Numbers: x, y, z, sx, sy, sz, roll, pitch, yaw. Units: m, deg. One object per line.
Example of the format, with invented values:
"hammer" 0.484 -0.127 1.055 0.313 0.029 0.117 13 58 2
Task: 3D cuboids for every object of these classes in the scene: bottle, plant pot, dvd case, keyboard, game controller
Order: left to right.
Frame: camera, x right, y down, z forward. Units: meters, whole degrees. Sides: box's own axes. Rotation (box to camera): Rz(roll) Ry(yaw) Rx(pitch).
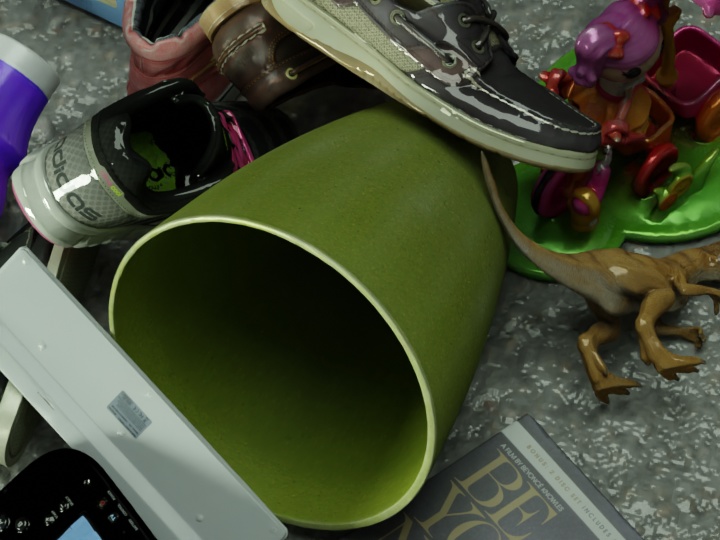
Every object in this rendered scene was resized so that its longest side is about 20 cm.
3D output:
"bottle" -0.234 -0.034 1.512 0.083 0.065 0.201 18 70 47
"game controller" -0.127 0.182 1.394 0.104 0.042 0.200 -47 62 12
"keyboard" -0.122 0.078 1.439 0.056 0.011 0.200 -44 86 12
"plant pot" 0.000 0.000 1.467 0.186 0.188 0.200 24 43 17
"dvd case" 0.053 0.175 1.425 0.199 0.016 0.149 -32 60 -20

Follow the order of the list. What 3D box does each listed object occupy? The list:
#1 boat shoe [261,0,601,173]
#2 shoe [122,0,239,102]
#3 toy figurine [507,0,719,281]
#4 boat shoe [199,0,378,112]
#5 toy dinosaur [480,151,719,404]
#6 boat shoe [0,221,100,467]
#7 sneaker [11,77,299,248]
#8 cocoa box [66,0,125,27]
"boat shoe" 0.042 -0.117 1.468 0.199 0.065 0.072 31 17 17
"shoe" -0.073 -0.169 1.620 0.071 0.091 0.201 23 59 16
"toy figurine" 0.147 -0.113 1.522 0.200 0.185 0.150 -38 63 -22
"boat shoe" -0.002 -0.130 1.583 0.199 0.070 0.071 -18 68 -41
"toy dinosaur" 0.131 0.009 1.495 0.199 0.060 0.107 8 62 -39
"boat shoe" -0.184 0.007 1.513 0.067 0.072 0.201 14 60 10
"sneaker" -0.088 -0.061 1.506 0.199 0.087 0.074 -11 76 -49
"cocoa box" -0.184 -0.258 1.657 0.199 0.134 0.132 26 60 18
